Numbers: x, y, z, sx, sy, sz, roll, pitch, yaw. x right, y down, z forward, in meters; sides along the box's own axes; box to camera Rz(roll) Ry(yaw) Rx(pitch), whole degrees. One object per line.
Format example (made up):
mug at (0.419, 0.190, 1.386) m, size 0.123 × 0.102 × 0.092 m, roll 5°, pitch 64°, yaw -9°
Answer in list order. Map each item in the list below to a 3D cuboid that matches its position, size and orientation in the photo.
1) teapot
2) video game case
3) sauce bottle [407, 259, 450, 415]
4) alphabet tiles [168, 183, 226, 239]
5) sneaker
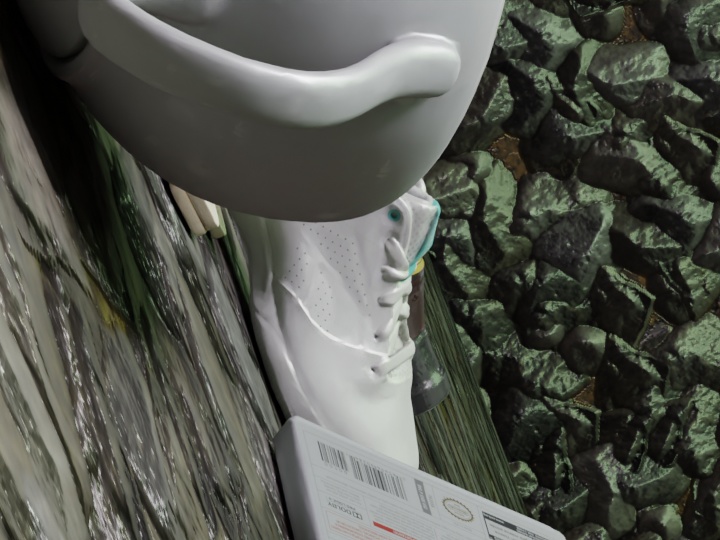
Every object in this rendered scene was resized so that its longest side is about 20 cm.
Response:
teapot at (-0.047, -0.110, 0.912) m, size 0.200 × 0.145 × 0.199 m, roll 148°, pitch -53°, yaw -61°
video game case at (0.041, 0.148, 1.121) m, size 0.143 × 0.018 × 0.200 m, roll 26°, pitch 27°, yaw -27°
sauce bottle at (-0.001, -0.013, 1.630) m, size 0.066 × 0.066 × 0.201 m, roll -102°, pitch 171°, yaw -65°
alphabet tiles at (-0.093, -0.112, 1.191) m, size 0.196 × 0.015 × 0.201 m, roll 66°, pitch 6°, yaw -48°
sneaker at (0.000, 0.000, 1.252) m, size 0.075 × 0.088 × 0.201 m, roll -29°, pitch 102°, yaw -69°
